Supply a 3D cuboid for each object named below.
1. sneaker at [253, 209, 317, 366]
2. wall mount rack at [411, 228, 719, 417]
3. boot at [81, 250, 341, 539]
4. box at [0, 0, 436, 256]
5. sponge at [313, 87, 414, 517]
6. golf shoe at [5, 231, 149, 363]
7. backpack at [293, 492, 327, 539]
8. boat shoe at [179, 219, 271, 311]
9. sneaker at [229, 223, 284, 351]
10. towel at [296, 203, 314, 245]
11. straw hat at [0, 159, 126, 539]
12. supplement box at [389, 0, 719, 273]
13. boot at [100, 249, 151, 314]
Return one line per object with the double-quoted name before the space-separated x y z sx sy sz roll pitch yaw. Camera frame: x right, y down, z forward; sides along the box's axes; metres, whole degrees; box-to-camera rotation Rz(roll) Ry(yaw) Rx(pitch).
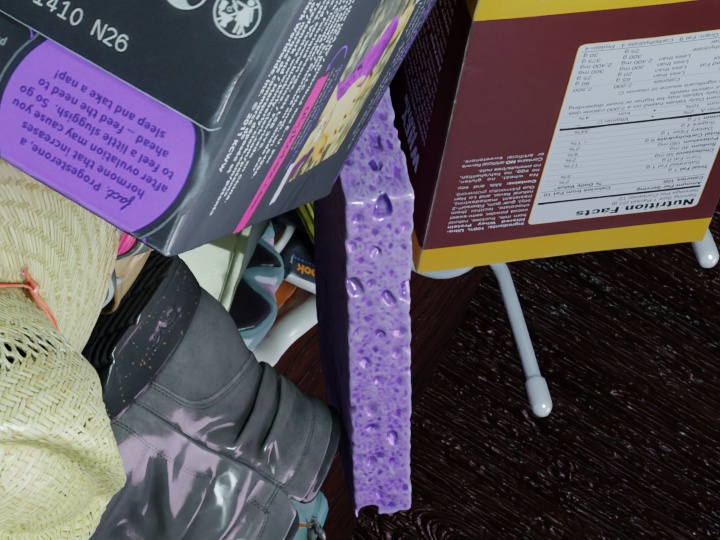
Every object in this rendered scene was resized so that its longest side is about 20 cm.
"sneaker" -0.022 -0.035 1.270 0.201 0.078 0.079 -61 -149 11
"wall mount rack" 0.085 -0.040 1.148 0.200 0.174 0.074 -45 170 30
"boot" -0.092 0.103 0.971 0.200 0.132 0.070 -51 -151 -18
"box" -0.055 -0.087 0.710 0.107 0.122 0.200 -61 174 11
"sponge" 0.000 0.000 1.013 0.201 0.030 0.112 89 -8 -47
"golf shoe" -0.146 0.034 0.844 0.088 0.077 0.201 -14 134 -53
"backpack" -0.095 0.177 1.306 0.176 0.153 0.200 -42 -165 23
"boat shoe" -0.064 -0.052 1.061 0.201 0.074 0.068 -63 -166 -2
"sneaker" -0.112 0.061 1.182 0.140 0.077 0.201 -37 -153 54
"towel" -0.009 -0.067 1.196 0.086 0.018 0.200 -57 144 -26
"straw hat" -0.118 0.050 0.724 0.201 0.085 0.202 -40 151 -28
"supplement box" 0.077 -0.139 0.996 0.200 0.132 0.198 101 -20 -57
"boot" -0.059 -0.091 0.923 0.201 0.066 0.175 -57 172 -18
